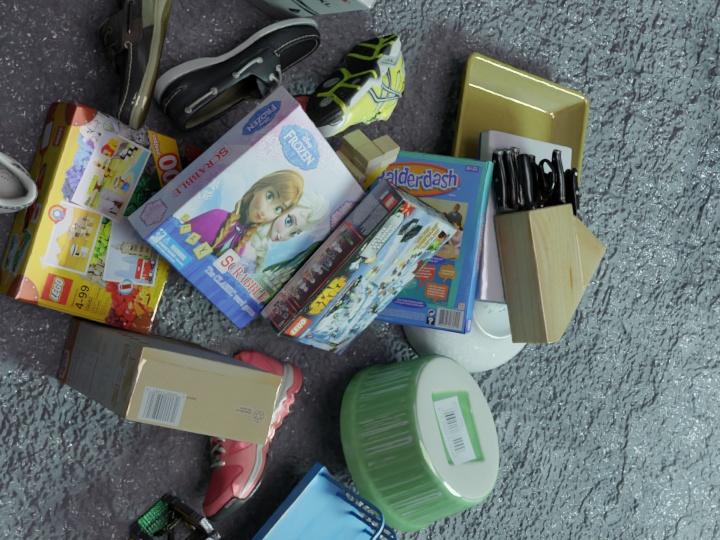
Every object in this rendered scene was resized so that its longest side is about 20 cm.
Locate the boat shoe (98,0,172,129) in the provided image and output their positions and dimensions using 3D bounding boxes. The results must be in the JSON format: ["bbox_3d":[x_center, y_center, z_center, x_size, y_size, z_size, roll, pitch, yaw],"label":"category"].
[{"bbox_3d":[-0.230,-0.233,1.253,0.066,0.072,0.201,12,63,-14],"label":"boat shoe"}]

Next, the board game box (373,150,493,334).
[{"bbox_3d":[0.065,-0.036,1.442,0.045,0.152,0.200,-7,105,-77],"label":"board game box"}]

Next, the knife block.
[{"bbox_3d":[0.193,-0.039,1.441,0.176,0.064,0.200,41,66,-24],"label":"knife block"}]

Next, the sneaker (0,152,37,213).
[{"bbox_3d":[-0.399,-0.113,1.178,0.200,0.080,0.076,23,86,-30],"label":"sneaker"}]

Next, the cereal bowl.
[{"bbox_3d":[0.150,0.033,1.535,0.200,0.083,0.200,-5,100,-31],"label":"cereal bowl"}]

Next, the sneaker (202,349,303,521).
[{"bbox_3d":[-0.141,0.178,1.381,0.087,0.074,0.200,32,63,-18],"label":"sneaker"}]

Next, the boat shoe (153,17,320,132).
[{"bbox_3d":[-0.121,-0.206,1.333,0.200,0.076,0.060,-29,71,-16],"label":"boat shoe"}]

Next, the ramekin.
[{"bbox_3d":[0.075,0.194,1.446,0.200,0.098,0.200,33,46,-43],"label":"ramekin"}]

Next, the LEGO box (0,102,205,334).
[{"bbox_3d":[-0.264,-0.052,1.270,0.149,0.077,0.200,18,87,-33],"label":"LEGO box"}]

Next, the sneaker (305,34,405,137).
[{"bbox_3d":[0.007,-0.193,1.384,0.200,0.075,0.076,-52,128,-47],"label":"sneaker"}]

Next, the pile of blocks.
[{"bbox_3d":[-0.043,-0.083,1.399,0.200,0.062,0.082,-44,156,3],"label":"pile of blocks"}]

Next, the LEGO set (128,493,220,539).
[{"bbox_3d":[-0.205,0.343,1.335,0.200,0.116,0.154,-33,112,-24],"label":"LEGO set"}]

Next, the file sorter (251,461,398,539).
[{"bbox_3d":[-0.017,0.344,1.414,0.139,0.123,0.200,-48,139,-17],"label":"file sorter"}]

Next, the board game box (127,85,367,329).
[{"bbox_3d":[-0.103,-0.058,1.275,0.200,0.041,0.200,-41,142,-1],"label":"board game box"}]

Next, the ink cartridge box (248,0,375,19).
[{"bbox_3d":[-0.075,-0.333,1.276,0.146,0.200,0.084,31,80,-31],"label":"ink cartridge box"}]

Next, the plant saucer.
[{"bbox_3d":[0.185,-0.144,1.540,0.200,0.048,0.200,14,80,-32],"label":"plant saucer"}]

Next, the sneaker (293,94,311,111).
[{"bbox_3d":[-0.101,-0.114,1.348,0.200,0.087,0.074,-44,117,-20],"label":"sneaker"}]

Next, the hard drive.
[{"bbox_3d":[0.194,-0.058,1.496,0.132,0.025,0.200,8,82,-33],"label":"hard drive"}]

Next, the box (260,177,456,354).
[{"bbox_3d":[0.000,0.000,1.363,0.200,0.040,0.137,-47,151,11],"label":"box"}]

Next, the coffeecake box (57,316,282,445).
[{"bbox_3d":[-0.197,0.109,1.261,0.153,0.200,0.073,15,88,-32],"label":"coffeecake box"}]
